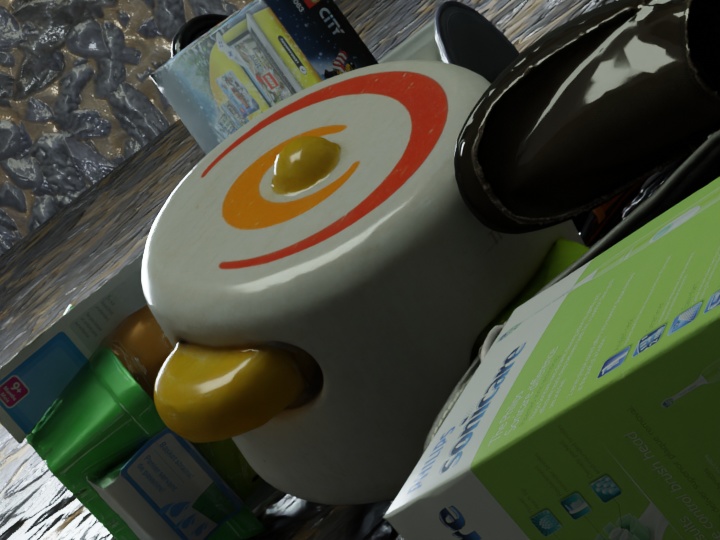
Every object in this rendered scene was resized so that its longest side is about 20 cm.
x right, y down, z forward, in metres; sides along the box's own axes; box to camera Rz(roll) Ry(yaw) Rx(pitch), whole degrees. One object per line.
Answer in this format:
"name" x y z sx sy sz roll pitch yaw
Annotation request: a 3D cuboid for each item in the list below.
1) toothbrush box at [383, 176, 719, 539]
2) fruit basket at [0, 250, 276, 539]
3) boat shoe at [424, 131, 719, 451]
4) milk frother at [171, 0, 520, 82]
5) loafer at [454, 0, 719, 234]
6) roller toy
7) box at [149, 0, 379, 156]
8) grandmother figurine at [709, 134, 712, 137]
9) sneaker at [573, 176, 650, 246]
"toothbrush box" 0.124 0.032 0.934 0.200 0.086 0.146 -33 12 33
"fruit basket" -0.063 0.052 1.390 0.200 0.185 0.094 -36 44 0
"boat shoe" 0.094 0.014 1.132 0.200 0.057 0.067 -38 30 10
"milk frother" -0.003 -0.104 1.724 0.188 0.200 0.181 -36 6 23
"loafer" 0.124 -0.084 1.147 0.200 0.073 0.071 -35 4 6
"roller toy" 0.000 0.000 1.262 0.200 0.140 0.183 -28 28 6
"box" -0.014 -0.052 1.502 0.038 0.200 0.137 -40 8 -32
"grandmother figurine" 0.213 -0.085 1.220 0.121 0.061 0.200 -35 9 -26
"sneaker" 0.124 -0.061 1.386 0.112 0.078 0.200 -47 -12 3
